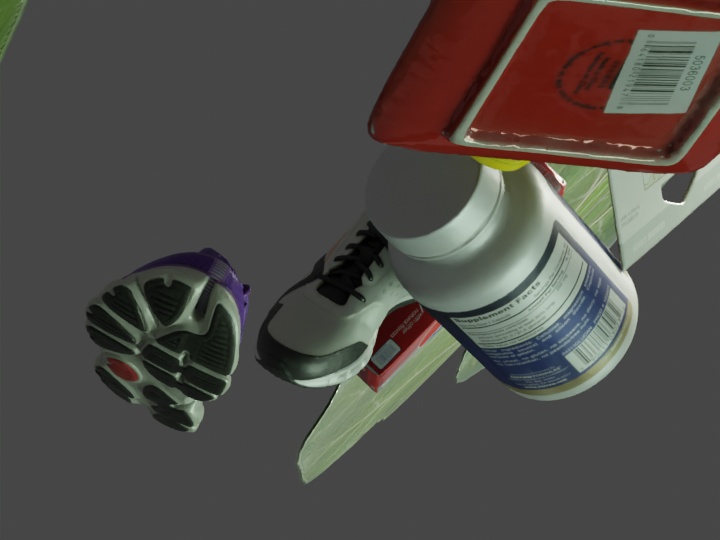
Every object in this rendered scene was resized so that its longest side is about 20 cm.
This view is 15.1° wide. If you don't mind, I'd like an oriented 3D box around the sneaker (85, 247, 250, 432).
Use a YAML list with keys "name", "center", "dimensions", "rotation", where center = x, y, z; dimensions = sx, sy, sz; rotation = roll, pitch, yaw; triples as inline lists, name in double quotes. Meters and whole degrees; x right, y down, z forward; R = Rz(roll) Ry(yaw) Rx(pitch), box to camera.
- name: "sneaker"
  center: [-0.092, 0.018, 1.377]
  dimensions: [0.084, 0.080, 0.200]
  rotation: [-61, -177, -16]

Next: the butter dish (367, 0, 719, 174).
- name: "butter dish"
  center: [0.116, -0.153, 1.352]
  dimensions: [0.199, 0.148, 0.200]
  rotation: [5, 146, -19]

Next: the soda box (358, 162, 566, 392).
- name: "soda box"
  center: [0.059, -0.007, 1.958]
  dimensions: [0.200, 0.063, 0.070]
  rotation: [-45, 171, -10]

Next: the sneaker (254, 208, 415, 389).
- name: "sneaker"
  center: [0.000, 0.000, 1.736]
  dimensions: [0.200, 0.074, 0.080]
  rotation: [-44, 156, -41]

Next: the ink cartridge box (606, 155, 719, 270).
- name: "ink cartridge box"
  center: [0.185, -0.116, 1.783]
  dimensions: [0.200, 0.043, 0.174]
  rotation: [-36, 123, -52]

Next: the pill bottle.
- name: "pill bottle"
  center: [0.085, -0.009, 1.690]
  dimensions: [0.111, 0.111, 0.200]
  rotation: [-47, 137, -1]

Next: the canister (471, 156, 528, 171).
- name: "canister"
  center: [0.134, -0.161, 1.555]
  dimensions: [0.148, 0.087, 0.200]
  rotation: [-36, 168, -51]
